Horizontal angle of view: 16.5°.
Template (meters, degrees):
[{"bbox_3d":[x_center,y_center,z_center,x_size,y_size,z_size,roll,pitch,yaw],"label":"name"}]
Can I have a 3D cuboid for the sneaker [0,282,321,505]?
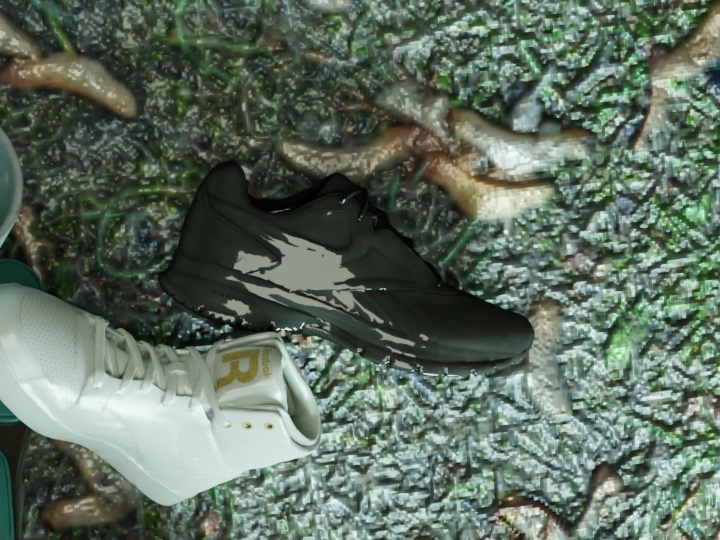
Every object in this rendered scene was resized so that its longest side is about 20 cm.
[{"bbox_3d":[-0.097,0.048,1.230,0.115,0.074,0.200,-19,147,24],"label":"sneaker"}]

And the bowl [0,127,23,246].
[{"bbox_3d":[-0.269,-0.012,1.204,0.200,0.201,0.105,9,125,-8],"label":"bowl"}]

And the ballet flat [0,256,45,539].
[{"bbox_3d":[-0.200,0.090,1.263,0.067,0.064,0.201,15,59,-23],"label":"ballet flat"}]

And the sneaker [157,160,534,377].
[{"bbox_3d":[0.000,0.000,1.285,0.199,0.076,0.091,16,93,-13],"label":"sneaker"}]
